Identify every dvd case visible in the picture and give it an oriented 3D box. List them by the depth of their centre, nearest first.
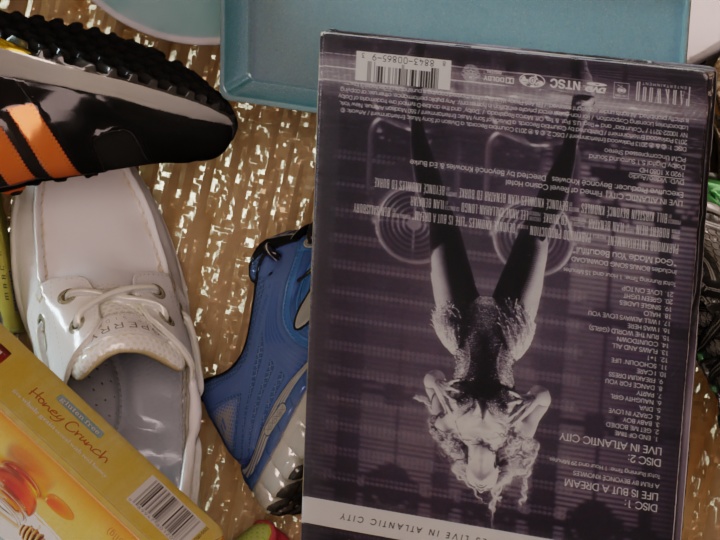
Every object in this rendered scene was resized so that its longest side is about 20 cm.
[{"bbox_3d":[0.051,0.017,0.892,0.148,0.016,0.201,8,104,20],"label":"dvd case"}]

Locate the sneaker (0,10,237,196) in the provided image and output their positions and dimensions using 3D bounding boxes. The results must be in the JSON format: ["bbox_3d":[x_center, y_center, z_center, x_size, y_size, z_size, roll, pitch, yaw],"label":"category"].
[{"bbox_3d":[-0.150,-0.053,0.955,0.199,0.070,0.090,9,108,-22],"label":"sneaker"}]

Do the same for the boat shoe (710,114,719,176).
[{"bbox_3d":[0.100,0.028,0.980,0.073,0.063,0.201,18,88,2],"label":"boat shoe"}]

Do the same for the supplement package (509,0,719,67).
[{"bbox_3d":[0.144,-0.149,0.957,0.199,0.121,0.120,-27,87,1],"label":"supplement package"}]

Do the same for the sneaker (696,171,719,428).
[{"bbox_3d":[0.159,0.032,0.914,0.200,0.078,0.085,37,72,-16],"label":"sneaker"}]

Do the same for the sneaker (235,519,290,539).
[{"bbox_3d":[0.014,0.161,0.959,0.199,0.078,0.091,25,75,19],"label":"sneaker"}]

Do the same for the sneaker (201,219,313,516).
[{"bbox_3d":[0.000,0.000,0.966,0.089,0.078,0.200,45,106,23],"label":"sneaker"}]

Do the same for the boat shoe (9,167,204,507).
[{"bbox_3d":[-0.095,0.033,0.970,0.070,0.069,0.201,-11,78,-14],"label":"boat shoe"}]

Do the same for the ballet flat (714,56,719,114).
[{"bbox_3d":[0.202,-0.032,0.945,0.199,0.065,0.071,20,60,-27],"label":"ballet flat"}]

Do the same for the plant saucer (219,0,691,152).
[{"bbox_3d":[0.034,-0.087,0.908,0.199,0.019,0.070,11,109,30],"label":"plant saucer"}]

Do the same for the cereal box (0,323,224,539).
[{"bbox_3d":[-0.157,0.119,0.943,0.144,0.040,0.200,41,126,4],"label":"cereal box"}]

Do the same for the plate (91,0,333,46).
[{"bbox_3d":[-0.050,-0.190,0.988,0.199,0.026,0.201,-2,86,26],"label":"plate"}]

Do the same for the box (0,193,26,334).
[{"bbox_3d":[-0.244,0.010,1.000,0.199,0.050,0.076,-12,87,1],"label":"box"}]
